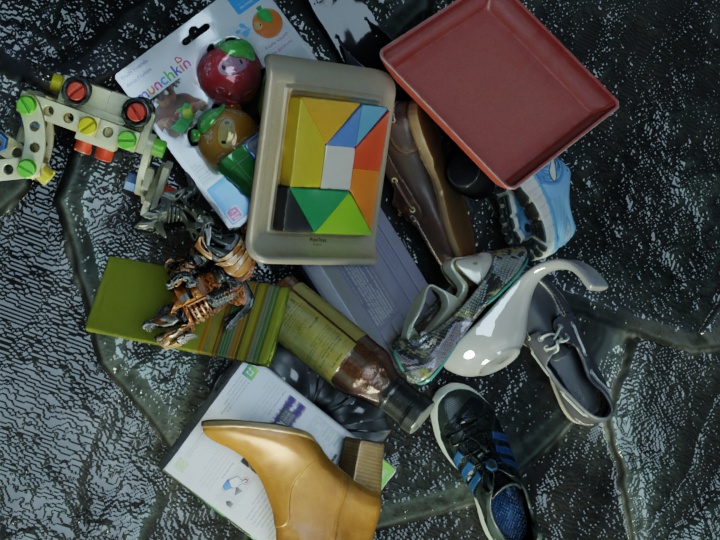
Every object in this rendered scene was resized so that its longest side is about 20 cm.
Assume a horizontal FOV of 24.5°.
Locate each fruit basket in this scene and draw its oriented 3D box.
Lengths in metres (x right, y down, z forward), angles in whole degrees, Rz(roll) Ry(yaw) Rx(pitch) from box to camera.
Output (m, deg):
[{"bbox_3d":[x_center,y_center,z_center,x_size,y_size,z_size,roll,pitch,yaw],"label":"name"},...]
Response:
[{"bbox_3d":[-0.118,-0.173,1.692,0.185,0.094,0.201,-37,98,-13],"label":"fruit basket"}]

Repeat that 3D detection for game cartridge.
[{"bbox_3d":[0.000,0.000,1.732,0.130,0.038,0.201,-41,104,-41],"label":"game cartridge"}]

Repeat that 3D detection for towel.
[{"bbox_3d":[-0.172,0.041,1.658,0.199,0.018,0.087,10,66,16],"label":"towel"}]

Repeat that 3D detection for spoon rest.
[{"bbox_3d":[0.167,0.048,1.754,0.099,0.200,0.061,5,53,-56],"label":"spoon rest"}]

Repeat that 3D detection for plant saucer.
[{"bbox_3d":[0.141,-0.190,1.733,0.200,0.037,0.200,46,53,9],"label":"plant saucer"}]

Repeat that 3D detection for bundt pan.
[{"bbox_3d":[-0.058,0.161,1.727,0.200,0.076,0.204,0,91,-16],"label":"bundt pan"}]

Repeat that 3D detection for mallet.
[{"bbox_3d":[0.114,-0.173,1.783,0.041,0.066,0.201,-9,69,18],"label":"mallet"}]

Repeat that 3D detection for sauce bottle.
[{"bbox_3d":[-0.015,0.087,1.661,0.200,0.066,0.066,40,79,14],"label":"sauce bottle"}]

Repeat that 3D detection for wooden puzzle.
[{"bbox_3d":[-0.032,-0.106,1.644,0.184,0.037,0.202,1,95,-48],"label":"wooden puzzle"}]

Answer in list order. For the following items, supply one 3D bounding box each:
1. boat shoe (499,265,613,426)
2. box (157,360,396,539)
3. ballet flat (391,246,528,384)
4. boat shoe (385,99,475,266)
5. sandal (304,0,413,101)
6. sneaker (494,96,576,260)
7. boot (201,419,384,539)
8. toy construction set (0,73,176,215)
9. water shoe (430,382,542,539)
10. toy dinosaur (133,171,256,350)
[{"bbox_3d":[0.220,0.081,1.817,0.072,0.063,0.201,-31,99,-12],"label":"boat shoe"},{"bbox_3d":[-0.082,0.198,1.662,0.200,0.036,0.145,39,80,-13],"label":"box"},{"bbox_3d":[0.100,0.028,1.721,0.072,0.072,0.200,47,65,-13],"label":"ballet flat"},{"bbox_3d":[0.065,-0.087,1.767,0.070,0.070,0.201,-14,108,21],"label":"boat shoe"},{"bbox_3d":[0.010,-0.231,1.755,0.076,0.043,0.200,-43,102,-12],"label":"sandal"},{"bbox_3d":[0.182,-0.114,1.808,0.090,0.078,0.201,-15,90,-43],"label":"sneaker"},{"bbox_3d":[-0.070,0.224,1.609,0.200,0.071,0.145,13,84,-22],"label":"boot"},{"bbox_3d":[-0.268,-0.121,1.641,0.199,0.092,0.132,18,97,-17],"label":"toy construction set"},{"bbox_3d":[0.144,0.211,1.788,0.071,0.079,0.201,-29,99,-15],"label":"water shoe"},{"bbox_3d":[-0.147,-0.019,1.634,0.136,0.102,0.200,41,63,1],"label":"toy dinosaur"}]
